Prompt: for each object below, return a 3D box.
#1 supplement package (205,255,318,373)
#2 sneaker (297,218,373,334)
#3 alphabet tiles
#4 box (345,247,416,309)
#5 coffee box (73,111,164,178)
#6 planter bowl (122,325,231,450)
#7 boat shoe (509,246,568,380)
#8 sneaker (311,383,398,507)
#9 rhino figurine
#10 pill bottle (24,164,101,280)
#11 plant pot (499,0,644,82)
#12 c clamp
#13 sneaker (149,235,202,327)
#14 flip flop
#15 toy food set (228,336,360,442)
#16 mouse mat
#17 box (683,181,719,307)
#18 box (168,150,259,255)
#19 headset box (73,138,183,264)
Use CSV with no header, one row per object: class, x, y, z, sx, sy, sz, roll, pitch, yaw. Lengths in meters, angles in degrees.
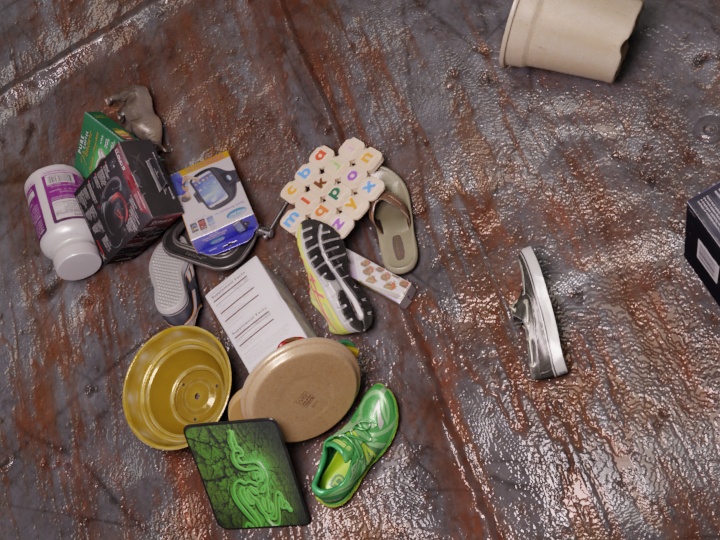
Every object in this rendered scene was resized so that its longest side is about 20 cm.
supplement package,-0.144,0.099,1.436,0.109,0.114,0.201,-37,62,3
sneaker,-0.059,0.016,1.432,0.090,0.077,0.203,-31,80,52
alphabet tiles,-0.048,-0.134,1.511,0.201,0.015,0.195,-51,47,-5
box,0.000,0.000,1.462,0.198,0.041,0.039,29,82,25
coffee box,-0.452,-0.199,1.660,0.199,0.044,0.125,34,120,27
planter bowl,-0.285,0.200,1.465,0.197,0.083,0.204,-7,68,17
boat shoe,0.257,0.062,1.333,0.063,0.071,0.203,-14,69,12
sneaker,-0.007,0.265,1.344,0.073,0.084,0.202,25,80,25
rhino figurine,-0.419,-0.271,1.697,0.087,0.060,0.202,-30,65,10
pill bottle,-0.544,-0.087,1.645,0.111,0.112,0.202,-29,64,7
plant pot,0.342,-0.391,1.416,0.181,0.201,0.203,23,79,13
c clamp,-0.244,-0.069,1.563,0.197,0.027,0.172,12,56,20
sneaker,-0.321,0.027,1.551,0.077,0.080,0.202,-17,41,4
flip flop,0.046,-0.090,1.468,0.080,0.058,0.203,-18,65,12
toy food set,-0.089,0.181,1.339,0.202,0.195,0.049,-63,34,21
mouse mat,-0.172,0.312,1.349,0.158,0.203,0.008,-8,25,17
box,0.554,-0.061,1.202,0.196,0.200,0.124,-30,63,5
box,-0.256,-0.115,1.557,0.118,0.042,0.201,-24,49,-5
headset box,-0.403,-0.124,1.560,0.199,0.074,0.150,-35,78,39
